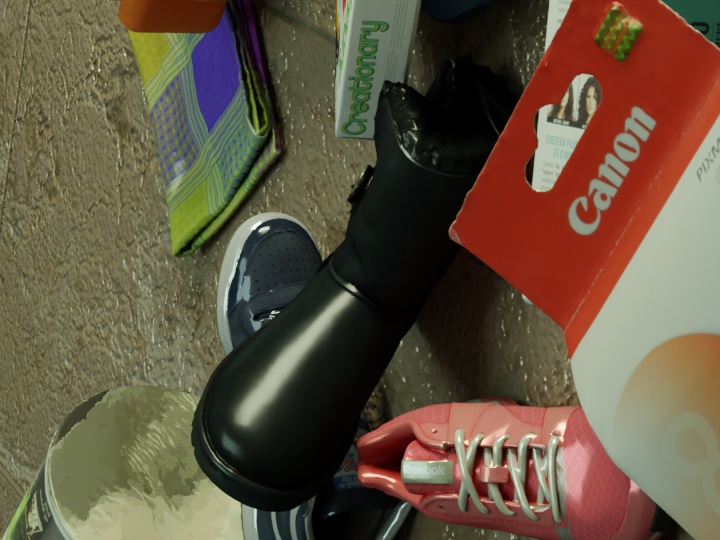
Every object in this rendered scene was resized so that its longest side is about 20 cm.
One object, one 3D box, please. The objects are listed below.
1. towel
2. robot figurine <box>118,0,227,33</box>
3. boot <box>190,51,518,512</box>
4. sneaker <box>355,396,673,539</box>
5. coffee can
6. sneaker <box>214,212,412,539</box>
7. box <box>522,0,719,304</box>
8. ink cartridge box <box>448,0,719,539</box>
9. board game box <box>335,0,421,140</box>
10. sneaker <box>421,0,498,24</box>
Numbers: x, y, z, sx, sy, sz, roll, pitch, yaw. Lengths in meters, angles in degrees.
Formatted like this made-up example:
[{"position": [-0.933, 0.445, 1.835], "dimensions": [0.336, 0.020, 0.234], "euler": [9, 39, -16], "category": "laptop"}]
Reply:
[{"position": [-0.103, -0.125, 1.450], "dimensions": [0.144, 0.023, 0.200], "euler": [-47, 50, 50], "category": "towel"}, {"position": [-0.091, -0.232, 1.337], "dimensions": [0.144, 0.117, 0.200], "euler": [-78, 6, -62], "category": "robot figurine"}, {"position": [0.000, 0.000, 1.123], "dimensions": [0.076, 0.200, 0.168], "euler": [31, 131, 6], "category": "boot"}, {"position": [0.066, 0.096, 1.073], "dimensions": [0.200, 0.087, 0.074], "euler": [-4, 87, 61], "category": "sneaker"}, {"position": [-0.144, 0.184, 1.391], "dimensions": [0.200, 0.146, 0.146], "euler": [-58, 42, 43], "category": "coffee can"}, {"position": [-0.023, 0.070, 1.250], "dimensions": [0.108, 0.070, 0.200], "euler": [-172, 77, -66], "category": "sneaker"}, {"position": [0.119, -0.077, 1.018], "dimensions": [0.082, 0.049, 0.200], "euler": [19, 106, 59], "category": "box"}, {"position": [0.124, -0.001, 0.927], "dimensions": [0.200, 0.050, 0.162], "euler": [41, 130, 17], "category": "ink cartridge box"}, {"position": [0.011, -0.171, 1.139], "dimensions": [0.200, 0.035, 0.126], "euler": [99, 172, -56], "category": "board game box"}, {"position": [0.056, -0.193, 1.110], "dimensions": [0.200, 0.078, 0.066], "euler": [-56, 45, 47], "category": "sneaker"}]
